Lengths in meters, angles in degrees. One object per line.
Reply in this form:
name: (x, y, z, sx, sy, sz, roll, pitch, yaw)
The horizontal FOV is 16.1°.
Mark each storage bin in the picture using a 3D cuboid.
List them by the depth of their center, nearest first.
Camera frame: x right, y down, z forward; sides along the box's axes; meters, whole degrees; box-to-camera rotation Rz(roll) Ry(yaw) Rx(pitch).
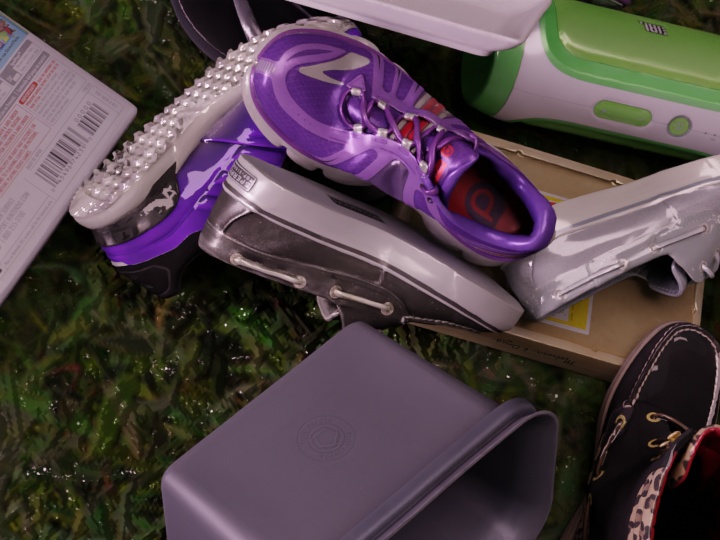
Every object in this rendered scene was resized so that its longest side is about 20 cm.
storage bin: (-0.007, 0.132, 1.392, 0.200, 0.146, 0.134, -37, 57, -28)

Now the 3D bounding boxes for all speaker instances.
speaker: (0.167, -0.118, 1.572, 0.199, 0.088, 0.089, 11, 66, -15)

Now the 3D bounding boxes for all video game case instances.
video game case: (-0.251, -0.069, 1.437, 0.182, 0.022, 0.201, 35, 63, -4)

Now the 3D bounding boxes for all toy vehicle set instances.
toy vehicle set: (0.114, -0.008, 1.540, 0.199, 0.027, 0.125, 17, 64, -13)

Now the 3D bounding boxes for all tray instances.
tray: (0.007, -0.165, 1.487, 0.199, 0.022, 0.107, 17, 24, 8)

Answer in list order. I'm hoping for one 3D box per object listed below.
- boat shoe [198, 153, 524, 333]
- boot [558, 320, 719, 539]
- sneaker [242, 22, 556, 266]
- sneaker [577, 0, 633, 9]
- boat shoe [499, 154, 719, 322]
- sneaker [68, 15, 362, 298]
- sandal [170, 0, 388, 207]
boat shoe: (0.000, 0.000, 1.447, 0.199, 0.071, 0.064, 25, 102, -23)
boot: (0.178, 0.110, 1.435, 0.073, 0.151, 0.201, 31, 71, -8)
sneaker: (0.029, -0.074, 1.416, 0.199, 0.083, 0.081, 30, 84, -12)
sneaker: (0.098, -0.237, 1.592, 0.199, 0.075, 0.100, 31, 73, -8)
boat shoe: (0.176, -0.017, 1.517, 0.200, 0.070, 0.072, -17, 80, -19)
sneaker: (-0.067, -0.061, 1.467, 0.200, 0.069, 0.100, -40, 112, -13)
sandal: (-0.039, -0.129, 1.525, 0.076, 0.043, 0.200, -37, 84, -28)
